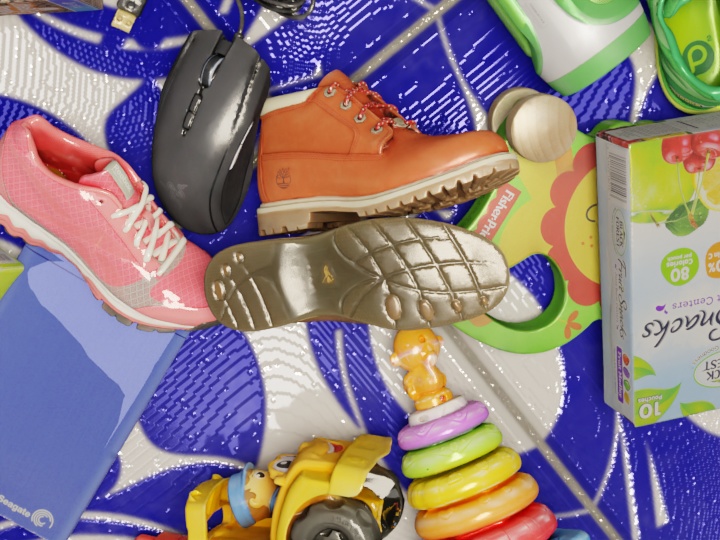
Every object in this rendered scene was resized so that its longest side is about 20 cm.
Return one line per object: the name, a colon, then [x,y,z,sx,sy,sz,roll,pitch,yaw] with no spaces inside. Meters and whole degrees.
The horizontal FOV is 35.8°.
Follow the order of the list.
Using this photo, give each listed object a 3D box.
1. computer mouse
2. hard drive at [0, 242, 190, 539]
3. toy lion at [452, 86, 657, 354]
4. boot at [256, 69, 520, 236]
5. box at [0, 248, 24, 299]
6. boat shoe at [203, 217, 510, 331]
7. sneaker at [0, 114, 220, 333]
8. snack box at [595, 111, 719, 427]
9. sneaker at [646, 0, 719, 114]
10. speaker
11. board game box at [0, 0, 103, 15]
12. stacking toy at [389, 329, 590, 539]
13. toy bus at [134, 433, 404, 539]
computer mouse: [-0.124,-0.130,0.757,0.140,0.046,0.201,29,112,17]
hard drive: [-0.223,0.083,0.808,0.132,0.025,0.200,31,96,-7]
toy lion: [0.153,-0.025,0.798,0.191,0.069,0.200,31,96,-14]
boot: [0.009,-0.085,0.737,0.199,0.075,0.108,-6,88,33]
box: [-0.342,0.041,0.776,0.122,0.048,0.200,37,95,5]
boat shoe: [0.000,0.000,0.736,0.199,0.068,0.072,-4,97,13]
sneaker: [-0.165,-0.030,0.751,0.200,0.074,0.087,33,136,-7]
snack box: [0.239,-0.004,0.771,0.142,0.053,0.201,-9,109,-12]
sneaker: [0.220,-0.204,0.757,0.074,0.084,0.201,-24,98,1]
speaker: [0.108,-0.219,0.749,0.088,0.088,0.200,-38,99,3]
board game box: [-0.280,-0.247,0.719,0.199,0.097,0.160,-3,99,-2]
stacking toy: [0.066,0.132,0.800,0.116,0.110,0.201,-20,87,-21]
toy bus: [-0.074,0.206,0.793,0.191,0.136,0.201,12,96,12]
